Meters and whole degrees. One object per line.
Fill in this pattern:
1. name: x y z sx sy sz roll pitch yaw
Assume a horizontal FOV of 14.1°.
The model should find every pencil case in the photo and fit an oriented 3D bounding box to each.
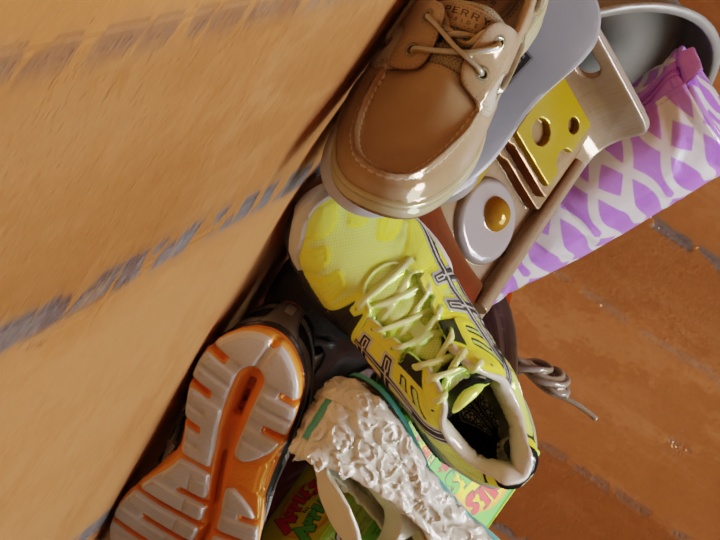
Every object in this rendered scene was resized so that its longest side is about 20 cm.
1. pencil case: 0.132 -0.058 1.764 0.200 0.086 0.084 -30 -140 11

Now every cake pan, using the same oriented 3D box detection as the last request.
1. cake pan: 0.122 -0.111 1.783 0.199 0.037 0.201 -18 152 -10

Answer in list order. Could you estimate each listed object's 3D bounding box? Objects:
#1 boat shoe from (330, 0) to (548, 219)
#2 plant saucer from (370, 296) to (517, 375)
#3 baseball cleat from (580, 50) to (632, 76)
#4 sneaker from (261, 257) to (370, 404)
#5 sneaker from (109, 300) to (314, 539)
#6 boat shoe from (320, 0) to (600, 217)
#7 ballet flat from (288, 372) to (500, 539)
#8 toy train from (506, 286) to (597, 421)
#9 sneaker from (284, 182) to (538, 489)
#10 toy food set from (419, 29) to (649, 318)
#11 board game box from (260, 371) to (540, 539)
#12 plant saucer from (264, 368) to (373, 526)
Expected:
1. boat shoe: 0.043 -0.105 1.417 0.200 0.072 0.065 -57 168 -42
2. plant saucer: 0.032 0.091 1.836 0.200 0.029 0.201 -40 -141 44
3. baseball cleat: 0.113 -0.115 1.862 0.200 0.106 0.070 118 -27 -53
4. sneaker: -0.036 0.050 1.630 0.082 0.077 0.200 -47 171 -29
5. sneaker: -0.072 0.101 1.578 0.200 0.078 0.077 -61 179 31
6. boat shoe: 0.042 -0.088 1.506 0.199 0.074 0.068 -47 -169 -33
7. ballet flat: 0.024 0.139 1.568 0.072 0.200 0.072 -27 -150 17
8. toy train: 0.096 0.005 1.960 0.116 0.199 0.085 -60 177 -15
9. sneaker: 0.036 0.032 1.524 0.075 0.200 0.076 -42 -156 -6
10. toy food set: 0.083 -0.065 1.625 0.060 0.144 0.200 3 -134 44
11. board game box: 0.006 0.148 1.631 0.048 0.102 0.200 19 -112 49
12. plant saucer: -0.045 0.118 1.745 0.200 0.051 0.201 -31 -174 4
